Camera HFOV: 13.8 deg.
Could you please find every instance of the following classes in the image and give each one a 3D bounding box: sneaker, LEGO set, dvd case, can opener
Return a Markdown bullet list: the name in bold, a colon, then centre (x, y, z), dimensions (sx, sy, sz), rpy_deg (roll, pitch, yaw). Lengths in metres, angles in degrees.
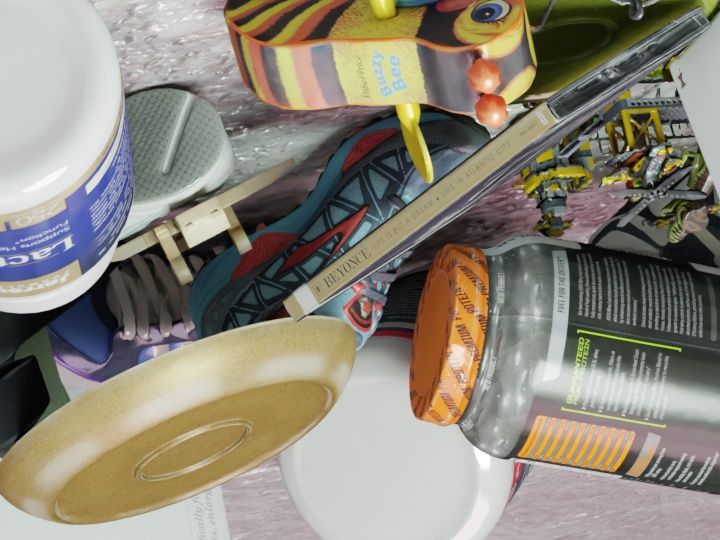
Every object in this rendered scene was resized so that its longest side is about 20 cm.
- **sneaker**: centre (-0.155, -0.032, 1.496), dimensions (0.199, 0.071, 0.080), rpy_deg (-14, 166, 8)
- **sneaker**: centre (-0.089, 0.007, 1.670), dimensions (0.199, 0.081, 0.146), rpy_deg (11, 144, -45)
- **LEGO set**: centre (0.184, -0.046, 1.584), dimensions (0.199, 0.117, 0.154), rpy_deg (-1, 160, -31)
- **dvd case**: centre (0.064, -0.051, 1.420), dimensions (0.200, 0.016, 0.149), rpy_deg (-38, 177, 41)
- **sneaker**: centre (0.234, -0.019, 1.707), dimensions (0.198, 0.130, 0.080), rpy_deg (0, 126, 21)
- **sneaker**: centre (0.000, 0.000, 1.574), dimensions (0.200, 0.096, 0.079), rpy_deg (-41, 131, 20)
- **can opener**: centre (-0.181, 0.027, 1.509), dimensions (0.063, 0.079, 0.200), rpy_deg (-12, -159, 24)

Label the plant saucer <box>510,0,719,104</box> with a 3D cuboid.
- **plant saucer**: centre (0.094, -0.122, 1.432), dimensions (0.199, 0.031, 0.200), rpy_deg (-10, 164, -3)

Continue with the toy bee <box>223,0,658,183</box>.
- **toy bee**: centre (0.032, -0.106, 1.306), dimensions (0.199, 0.109, 0.131), rpy_deg (-27, 118, 22)

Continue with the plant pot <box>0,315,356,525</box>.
- **plant pot**: centre (-0.089, 0.082, 1.508), dimensions (0.199, 0.028, 0.200), rpy_deg (-23, 163, -7)

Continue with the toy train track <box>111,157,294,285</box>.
- **toy train track**: centre (-0.082, -0.017, 1.548), dimensions (0.114, 0.033, 0.200), rpy_deg (-27, -178, -4)

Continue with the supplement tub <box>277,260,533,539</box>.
- **supplement tub**: centre (0.043, 0.079, 1.749), dimensions (0.140, 0.141, 0.200), rpy_deg (-19, -168, 24)

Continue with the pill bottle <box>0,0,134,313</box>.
- **pill bottle**: centre (-0.160, -0.053, 1.342), dimensions (0.115, 0.116, 0.200), rpy_deg (-10, 163, -4)

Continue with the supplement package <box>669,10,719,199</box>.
- **supplement package**: centre (0.272, -0.094, 1.448), dimensions (0.199, 0.110, 0.114), rpy_deg (-15, 166, -19)

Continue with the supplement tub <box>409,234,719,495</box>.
- **supplement tub**: centre (0.133, 0.049, 1.599), dimensions (0.199, 0.123, 0.123), rpy_deg (11, 159, -11)

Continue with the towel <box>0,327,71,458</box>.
- **towel**: centre (-0.246, 0.031, 1.508), dimensions (0.199, 0.153, 0.023), rpy_deg (2, 142, -37)

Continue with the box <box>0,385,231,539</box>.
- **box**: centre (-0.198, 0.119, 1.731), dimensions (0.199, 0.200, 0.130), rpy_deg (2, 159, -38)
